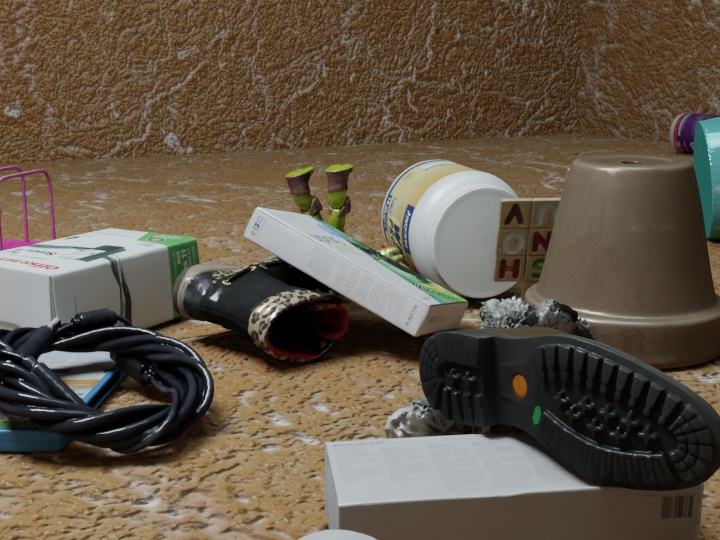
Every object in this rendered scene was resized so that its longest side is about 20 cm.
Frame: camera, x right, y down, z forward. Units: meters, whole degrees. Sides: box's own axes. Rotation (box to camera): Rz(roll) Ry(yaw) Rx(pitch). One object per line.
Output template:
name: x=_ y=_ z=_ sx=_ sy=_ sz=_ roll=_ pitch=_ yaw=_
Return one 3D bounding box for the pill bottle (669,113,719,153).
pill bottle: x=0.982 y=-0.383 z=2.631 sx=0.111 sy=0.114 sz=0.199 roll=-9 pitch=15 yaw=-34

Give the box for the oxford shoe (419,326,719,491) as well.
oxford shoe: x=0.127 y=0.065 z=0.531 sx=0.083 sy=0.074 sz=0.199 roll=-6 pitch=14 yaw=-35

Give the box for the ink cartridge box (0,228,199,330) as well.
ink cartridge box: x=-0.284 y=0.017 z=0.961 sx=0.145 sy=0.085 sz=0.199 roll=7 pitch=15 yaw=32

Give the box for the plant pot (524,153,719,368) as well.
plant pot: x=0.255 y=-0.018 z=0.896 sx=0.197 sy=0.178 sz=0.200 roll=-1 pitch=13 yaw=0

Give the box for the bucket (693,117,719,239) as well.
bucket: x=0.577 y=-0.142 z=1.388 sx=0.133 sy=0.211 sz=0.207 roll=-4 pitch=11 yaw=13

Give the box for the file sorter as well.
file sorter: x=-0.544 y=-0.079 z=1.298 sx=0.197 sy=0.128 sz=0.139 roll=3 pitch=13 yaw=15

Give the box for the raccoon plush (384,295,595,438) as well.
raccoon plush: x=0.087 y=0.070 z=0.719 sx=0.197 sy=0.099 sz=0.134 roll=-6 pitch=6 yaw=-22

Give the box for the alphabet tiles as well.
alphabet tiles: x=0.242 y=-0.032 z=0.989 sx=0.196 sy=0.169 sz=0.008 roll=-1 pitch=33 yaw=-1

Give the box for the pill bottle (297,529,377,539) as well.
pill bottle: x=-0.043 y=0.157 z=0.268 sx=0.109 sy=0.113 sz=0.200 roll=5 pitch=14 yaw=24

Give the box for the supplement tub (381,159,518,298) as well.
supplement tub: x=0.113 y=-0.050 z=1.105 sx=0.142 sy=0.147 sz=0.200 roll=-3 pitch=12 yaw=-12

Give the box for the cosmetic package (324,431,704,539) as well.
cosmetic package: x=0.081 y=0.130 z=0.525 sx=0.196 sy=0.052 sz=0.083 roll=-2 pitch=15 yaw=-7

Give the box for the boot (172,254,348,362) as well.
boot: x=-0.065 y=0.033 z=0.914 sx=0.198 sy=0.074 sz=0.150 roll=-1 pitch=15 yaw=-42

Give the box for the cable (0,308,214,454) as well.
cable: x=-0.201 y=0.075 z=0.703 sx=0.161 sy=0.052 sz=0.199 roll=6 pitch=17 yaw=-37

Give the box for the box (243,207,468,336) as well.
box: x=0.000 y=0.000 z=0.916 sx=0.198 sy=0.037 sz=0.144 roll=31 pitch=10 yaw=18

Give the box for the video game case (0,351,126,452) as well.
video game case: x=-0.277 y=0.098 z=0.754 sx=0.141 sy=0.018 sz=0.200 roll=1 pitch=13 yaw=2

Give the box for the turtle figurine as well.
turtle figurine: x=-0.042 y=-0.033 z=1.050 sx=0.198 sy=0.164 sz=0.064 roll=2 pitch=20 yaw=41
